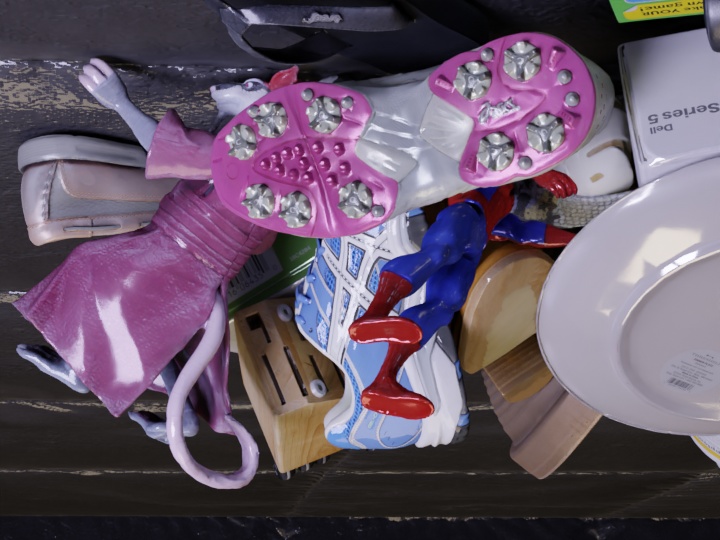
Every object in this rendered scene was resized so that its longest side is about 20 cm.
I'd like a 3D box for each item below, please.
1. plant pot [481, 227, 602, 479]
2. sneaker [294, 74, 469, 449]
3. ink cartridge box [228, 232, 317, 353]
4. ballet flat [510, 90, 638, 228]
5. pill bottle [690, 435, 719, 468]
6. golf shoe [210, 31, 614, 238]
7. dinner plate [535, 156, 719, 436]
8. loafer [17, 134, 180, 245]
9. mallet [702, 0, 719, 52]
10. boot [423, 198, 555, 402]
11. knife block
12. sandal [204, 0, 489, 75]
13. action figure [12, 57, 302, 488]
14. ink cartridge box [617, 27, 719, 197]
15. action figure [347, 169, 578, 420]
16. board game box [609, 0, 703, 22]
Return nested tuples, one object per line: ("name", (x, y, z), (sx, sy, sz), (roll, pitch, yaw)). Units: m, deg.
("plant pot", (0.134, 0.024, 1.204), (0.093, 0.201, 0.201), (35, 165, 3))
("sneaker", (0.000, 0.000, 0.981), (0.077, 0.201, 0.076), (-13, -175, -1))
("ink cartridge box", (-0.029, 0.004, 1.135), (0.104, 0.059, 0.200), (-30, 163, 13))
("ballet flat", (0.153, -0.070, 0.978), (0.199, 0.072, 0.072), (-11, 164, 18))
("pill bottle", (0.236, 0.052, 1.102), (0.112, 0.112, 0.200), (-4, 149, 12))
("golf shoe", (0.027, -0.059, 0.891), (0.199, 0.076, 0.091), (-8, -179, 27))
("dinner plate", (0.181, 0.021, 0.880), (0.199, 0.024, 0.201), (-1, 138, -1))
("loafer", (-0.110, -0.032, 1.121), (0.199, 0.063, 0.072), (9, 164, -35))
("mallet", (0.158, -0.131, 0.681), (0.066, 0.041, 0.200), (-1, 162, 8))
("boot", (0.052, -0.012, 1.070), (0.071, 0.144, 0.201), (-32, 159, -4))
("knife block", (-0.039, 0.079, 1.128), (0.175, 0.064, 0.200), (-36, 161, 35))
("sandal", (-0.011, -0.112, 0.842), (0.076, 0.043, 0.200), (-14, 161, 43))
("action figure", (-0.083, -0.016, 0.960), (0.149, 0.200, 0.134), (38, -175, 38))
("ink cartridge box", (0.209, -0.025, 0.910), (0.145, 0.084, 0.200), (-10, 138, 7))
("action figure", (0.070, -0.010, 0.905), (0.099, 0.200, 0.065), (4, 126, 17))
("board game box", (0.191, -0.144, 0.757), (0.199, 0.029, 0.135), (-5, 165, 15))
